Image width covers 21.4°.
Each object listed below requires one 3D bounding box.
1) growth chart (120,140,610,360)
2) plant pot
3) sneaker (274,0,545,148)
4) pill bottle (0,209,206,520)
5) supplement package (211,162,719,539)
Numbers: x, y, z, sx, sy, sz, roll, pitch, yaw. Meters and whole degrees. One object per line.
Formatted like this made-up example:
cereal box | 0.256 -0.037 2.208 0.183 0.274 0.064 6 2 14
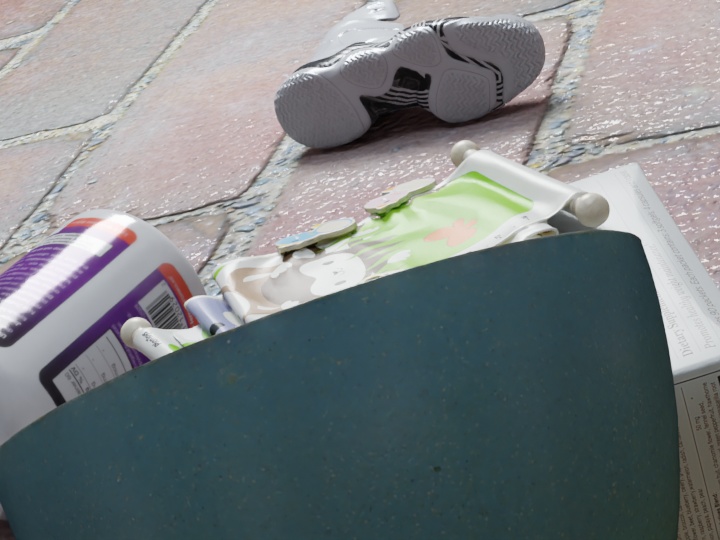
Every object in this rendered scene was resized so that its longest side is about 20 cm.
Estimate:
growth chart | 0.000 0.000 0.765 0.199 0.018 0.144 -28 24 -24
plant pot | 0.009 0.089 0.543 0.198 0.136 0.200 -18 -11 -4
sneaker | 0.040 -0.154 1.356 0.198 0.076 0.115 -13 27 21
pill bottle | -0.176 0.061 1.015 0.111 0.112 0.200 -1 30 36
supplement package | 0.053 0.080 0.759 0.198 0.148 0.192 -18 24 1
